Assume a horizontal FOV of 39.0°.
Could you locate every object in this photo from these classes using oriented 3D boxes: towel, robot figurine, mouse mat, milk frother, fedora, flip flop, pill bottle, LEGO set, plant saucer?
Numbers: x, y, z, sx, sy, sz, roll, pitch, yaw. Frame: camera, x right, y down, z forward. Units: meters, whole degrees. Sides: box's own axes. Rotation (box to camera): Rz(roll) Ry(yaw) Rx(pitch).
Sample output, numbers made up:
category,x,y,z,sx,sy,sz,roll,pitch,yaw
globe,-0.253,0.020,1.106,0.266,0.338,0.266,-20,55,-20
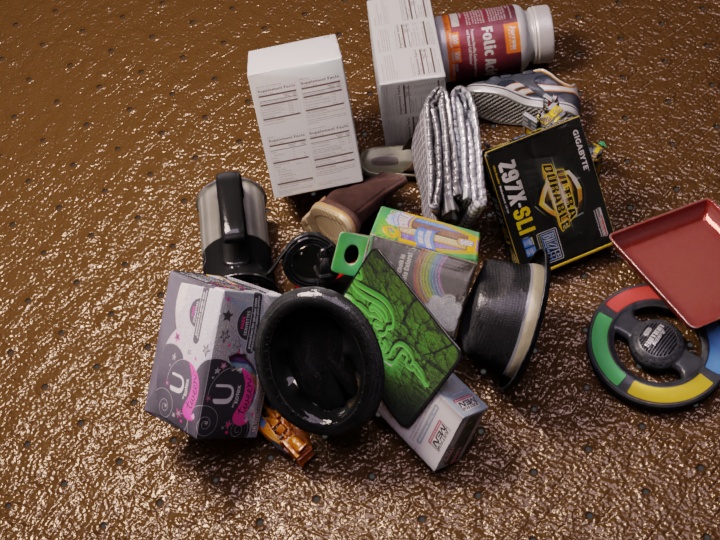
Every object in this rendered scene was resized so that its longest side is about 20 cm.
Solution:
category,x,y,z,sx,sy,sz,roll,pitch,yaw
towel,0.127,-0.159,1.552,0.084,0.166,0.204,-2,75,-7
robot figurine,-0.110,0.175,1.450,0.144,0.059,0.200,-38,60,-18
mouse mat,0.040,0.092,1.370,0.007,0.162,0.201,-11,54,-45
milk frother,-0.144,-0.049,1.559,0.197,0.181,0.191,4,53,-21
fedora,0.193,0.058,1.403,0.090,0.202,0.203,15,57,-2
flip flop,0.093,-0.193,1.673,0.196,0.058,0.082,-3,55,6
pill bottle,0.230,-0.395,1.757,0.196,0.115,0.116,-8,55,3
LEGO set,0.290,-0.183,1.601,0.199,0.117,0.154,-34,58,-15
fedora,-0.045,0.113,1.359,0.197,0.204,0.092,10,16,15
plant saucer,0.492,-0.005,1.478,0.197,0.037,0.201,-19,51,-20

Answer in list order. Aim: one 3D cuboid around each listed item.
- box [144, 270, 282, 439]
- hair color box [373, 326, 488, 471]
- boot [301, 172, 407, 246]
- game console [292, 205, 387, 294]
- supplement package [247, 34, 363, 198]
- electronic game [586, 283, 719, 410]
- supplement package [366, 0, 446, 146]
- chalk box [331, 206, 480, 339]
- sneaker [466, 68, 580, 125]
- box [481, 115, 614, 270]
category,x,y,z,sx,sy,sz,roll,pitch,yaw
box,-0.202,0.115,1.393,0.131,0.114,0.204,15,96,44
hair color box,0.072,0.166,1.400,0.060,0.100,0.200,-10,44,-45
boot,0.002,-0.108,1.562,0.165,0.073,0.200,-32,14,-15
game console,0.000,0.000,1.577,0.198,0.031,0.177,-28,52,-12
supplement package,-0.088,-0.248,1.622,0.148,0.203,0.152,-11,26,0
electronic game,0.419,0.105,1.435,0.196,0.042,0.203,-4,56,6
supplement package,0.079,-0.336,1.712,0.109,0.157,0.203,-7,55,2
chalk box,0.060,-0.005,1.447,0.197,0.126,0.124,16,23,4
sneaker,0.270,-0.292,1.706,0.196,0.079,0.081,12,62,3
box,0.280,-0.109,1.521,0.157,0.203,0.049,-20,11,-5
